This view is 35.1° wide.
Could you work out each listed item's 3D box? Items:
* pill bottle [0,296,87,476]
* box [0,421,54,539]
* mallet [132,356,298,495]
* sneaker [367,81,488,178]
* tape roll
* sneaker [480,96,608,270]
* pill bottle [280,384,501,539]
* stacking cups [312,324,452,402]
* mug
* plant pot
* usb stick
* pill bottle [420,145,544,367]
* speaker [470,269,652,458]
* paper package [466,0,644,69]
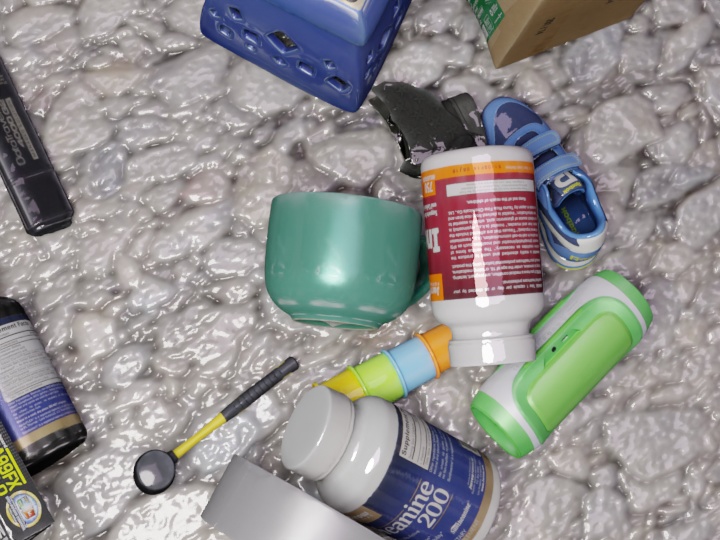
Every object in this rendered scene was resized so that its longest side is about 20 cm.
[{"bbox_3d":[-0.350,0.098,1.076,0.111,0.112,0.202,-29,84,-10],"label":"pill bottle"},{"bbox_3d":[-0.368,0.195,1.021,0.044,0.199,0.162,-25,81,-47],"label":"box"},{"bbox_3d":[-0.140,0.148,1.114,0.199,0.066,0.041,-38,87,-11],"label":"mallet"},{"bbox_3d":[0.086,-0.111,1.191,0.102,0.060,0.203,-17,78,-9],"label":"sneaker"},{"bbox_3d":[-0.046,0.245,1.039,0.198,0.200,0.067,31,78,0],"label":"tape roll"},{"bbox_3d":[0.197,-0.101,1.187,0.073,0.082,0.202,-31,83,-9],"label":"sneaker"},{"bbox_3d":[0.027,0.187,1.071,0.198,0.111,0.113,30,77,-23],"label":"pill bottle"},{"bbox_3d":[0.048,0.092,1.150,0.198,0.061,0.061,-30,84,-13],"label":"stacking cups"},{"bbox_3d":[-0.004,-0.002,1.112,0.181,0.152,0.117,7,82,-5],"label":"mug"},{"bbox_3d":[-0.041,-0.311,1.148,0.197,0.180,0.203,26,77,-1],"label":"plant pot"},{"bbox_3d":[-0.352,-0.129,1.152,0.055,0.033,0.203,-23,83,-33],"label":"usb stick"},{"bbox_3d":[0.119,-0.012,1.096,0.111,0.113,0.204,-4,87,-7],"label":"pill bottle"},{"bbox_3d":[0.204,0.093,1.152,0.200,0.088,0.089,-43,87,-11],"label":"speaker"},{"bbox_3d":[0.217,-0.315,1.166,0.188,0.200,0.105,-22,83,-10],"label":"paper package"}]
